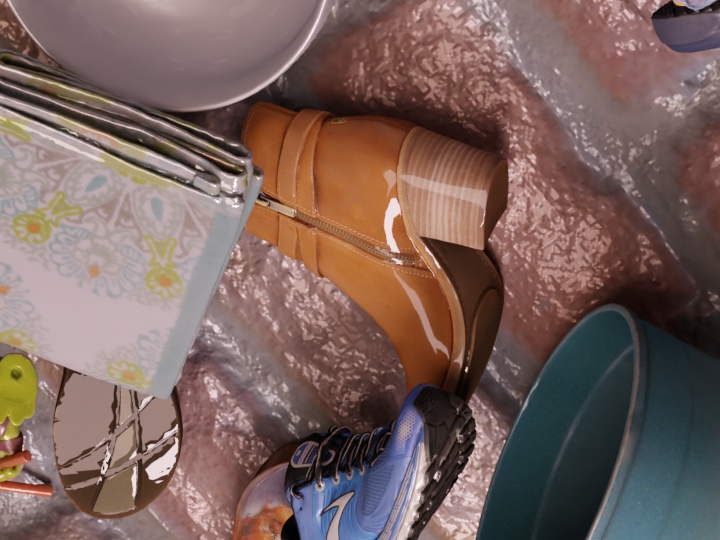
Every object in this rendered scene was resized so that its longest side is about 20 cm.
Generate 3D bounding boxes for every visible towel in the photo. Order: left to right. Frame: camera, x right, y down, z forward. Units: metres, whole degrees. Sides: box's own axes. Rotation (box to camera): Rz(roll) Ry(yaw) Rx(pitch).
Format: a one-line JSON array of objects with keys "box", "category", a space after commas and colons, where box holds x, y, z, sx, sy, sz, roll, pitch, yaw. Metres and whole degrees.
[{"box": [-0.159, -0.022, 1.247, 0.171, 0.048, 0.200, 22, 132, -4], "category": "towel"}]

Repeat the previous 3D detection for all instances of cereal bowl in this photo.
[{"box": [-0.098, -0.191, 1.193, 0.200, 0.083, 0.200, 7, 118, 13], "category": "cereal bowl"}]

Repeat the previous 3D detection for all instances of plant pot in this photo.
[{"box": [0.186, 0.146, 1.223, 0.188, 0.200, 0.200, 23, 122, -12], "category": "plant pot"}]

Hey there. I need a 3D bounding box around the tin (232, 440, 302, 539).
[{"box": [-0.026, 0.196, 1.397, 0.112, 0.042, 0.200, 18, 120, 13], "category": "tin"}]

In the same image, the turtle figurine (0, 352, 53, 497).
[{"box": [-0.250, 0.074, 1.367, 0.200, 0.064, 0.161, 38, 158, -16], "category": "turtle figurine"}]

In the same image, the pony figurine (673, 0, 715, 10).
[{"box": [0.178, -0.231, 1.067, 0.193, 0.167, 0.200, -17, 110, -10], "category": "pony figurine"}]

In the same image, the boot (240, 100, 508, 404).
[{"box": [0.000, 0.000, 1.270, 0.155, 0.077, 0.200, 15, 130, 18], "category": "boot"}]

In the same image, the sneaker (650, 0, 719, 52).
[{"box": [0.251, -0.116, 1.131, 0.200, 0.070, 0.082, -5, 112, 21], "category": "sneaker"}]

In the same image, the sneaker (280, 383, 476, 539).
[{"box": [-0.001, 0.125, 1.271, 0.089, 0.079, 0.200, 35, 138, 5], "category": "sneaker"}]

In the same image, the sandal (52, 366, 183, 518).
[{"box": [-0.154, 0.052, 1.356, 0.082, 0.055, 0.200, -9, 99, 7], "category": "sandal"}]
